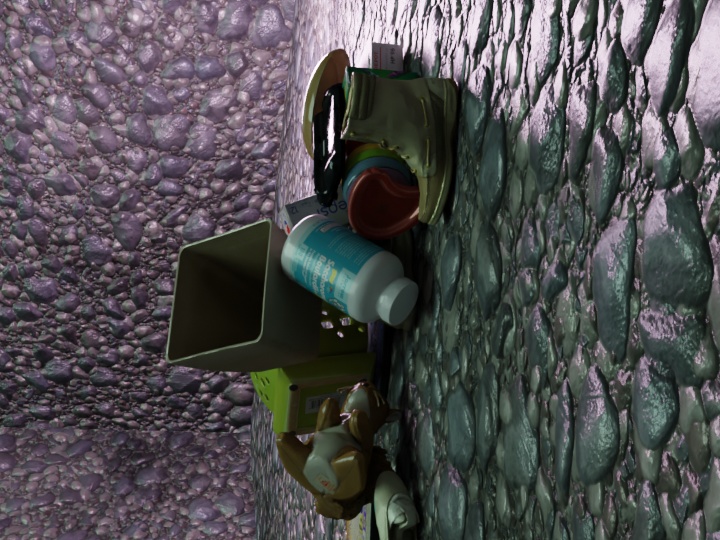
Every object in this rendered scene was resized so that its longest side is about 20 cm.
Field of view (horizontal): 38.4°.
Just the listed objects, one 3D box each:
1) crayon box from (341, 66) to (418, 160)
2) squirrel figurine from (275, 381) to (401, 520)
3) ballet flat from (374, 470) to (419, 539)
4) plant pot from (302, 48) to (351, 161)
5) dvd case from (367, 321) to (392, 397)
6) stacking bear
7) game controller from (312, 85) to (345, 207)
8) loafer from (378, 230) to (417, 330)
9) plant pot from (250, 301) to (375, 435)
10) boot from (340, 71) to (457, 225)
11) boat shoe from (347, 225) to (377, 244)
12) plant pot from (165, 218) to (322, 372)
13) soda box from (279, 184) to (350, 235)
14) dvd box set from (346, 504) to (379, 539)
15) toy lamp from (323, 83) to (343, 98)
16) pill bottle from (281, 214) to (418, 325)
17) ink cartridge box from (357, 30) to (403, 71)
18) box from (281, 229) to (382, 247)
[{"bbox_3d":[0.020,-0.230,1.680,0.201,0.118,0.059,104,165,-45],"label":"crayon box"},{"bbox_3d":[-0.013,0.276,1.598,0.187,0.141,0.201,-54,-41,-48],"label":"squirrel figurine"},{"bbox_3d":[0.061,0.382,1.477,0.070,0.069,0.202,116,153,-64],"label":"ballet flat"},{"bbox_3d":[-0.059,-0.280,1.766,0.200,0.027,0.202,12,-90,-75],"label":"plant pot"},{"bbox_3d":[0.025,0.127,1.825,0.200,0.017,0.144,-128,41,-73],"label":"dvd case"},{"bbox_3d":[0.023,-0.150,1.576,0.114,0.121,0.201,-53,29,31],"label":"stacking bear"},{"bbox_3d":[-0.045,-0.195,1.607,0.105,0.042,0.201,125,152,-42],"label":"game controller"},{"bbox_3d":[0.047,0.001,1.607,0.076,0.067,0.201,105,164,-48],"label":"loafer"},{"bbox_3d":[-0.079,0.169,1.806,0.182,0.198,0.200,-112,23,-45],"label":"plant pot"},{"bbox_3d":[0.049,-0.166,1.407,0.073,0.154,0.202,-136,50,-76],"label":"boot"},{"bbox_3d":[0.000,0.000,1.681,0.201,0.064,0.072,67,-149,-50],"label":"boat shoe"},{"bbox_3d":[-0.167,0.063,1.638,0.199,0.177,0.201,-15,60,33],"label":"plant pot"},{"bbox_3d":[-0.026,-0.101,1.661,0.068,0.199,0.064,139,110,-74],"label":"soda box"},{"bbox_3d":[0.009,0.426,1.790,0.200,0.029,0.148,-174,87,-79],"label":"dvd box set"},{"bbox_3d":[-0.010,-0.227,1.763,0.201,0.058,0.059,70,-169,-49],"label":"toy lamp"},{"bbox_3d":[-0.013,0.004,1.523,0.199,0.111,0.111,29,127,29],"label":"pill bottle"},{"bbox_3d":[0.030,-0.312,1.782,0.200,0.067,0.117,120,151,-69],"label":"ink cartridge box"},{"bbox_3d":[-0.043,-0.016,1.734,0.111,0.198,0.035,104,162,-44],"label":"box"}]
